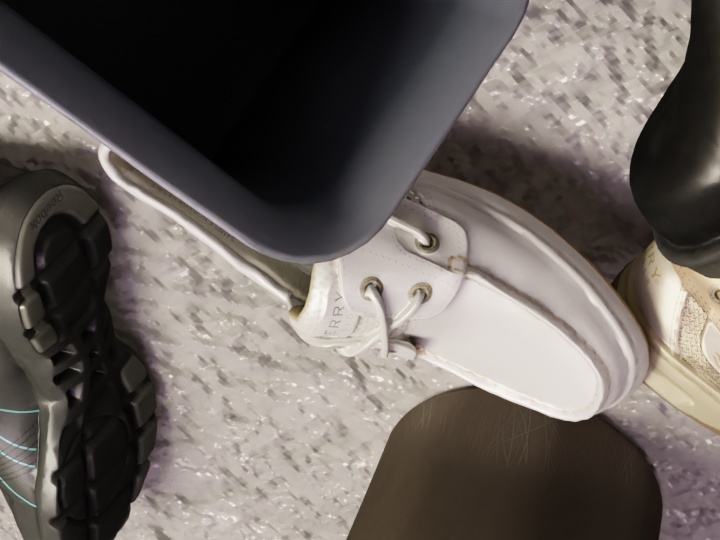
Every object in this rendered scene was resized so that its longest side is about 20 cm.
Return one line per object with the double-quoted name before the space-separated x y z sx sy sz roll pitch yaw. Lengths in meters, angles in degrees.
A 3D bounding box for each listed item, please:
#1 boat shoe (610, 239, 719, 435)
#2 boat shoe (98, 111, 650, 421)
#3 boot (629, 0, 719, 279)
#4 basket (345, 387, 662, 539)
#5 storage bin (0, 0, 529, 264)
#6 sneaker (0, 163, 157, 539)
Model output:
"boat shoe" 0.180 0.047 0.867 0.200 0.071 0.065 30 138 -8
"boat shoe" 0.000 0.000 0.861 0.200 0.069 0.071 31 137 9
"boot" 0.092 -0.103 0.736 0.158 0.079 0.211 23 128 -12
"basket" 0.039 0.152 0.935 0.136 0.200 0.180 13 139 7
"storage bin" -0.066 -0.111 0.758 0.200 0.146 0.134 36 173 -17
"sneaker" -0.131 0.035 0.991 0.079 0.075 0.200 17 133 25
